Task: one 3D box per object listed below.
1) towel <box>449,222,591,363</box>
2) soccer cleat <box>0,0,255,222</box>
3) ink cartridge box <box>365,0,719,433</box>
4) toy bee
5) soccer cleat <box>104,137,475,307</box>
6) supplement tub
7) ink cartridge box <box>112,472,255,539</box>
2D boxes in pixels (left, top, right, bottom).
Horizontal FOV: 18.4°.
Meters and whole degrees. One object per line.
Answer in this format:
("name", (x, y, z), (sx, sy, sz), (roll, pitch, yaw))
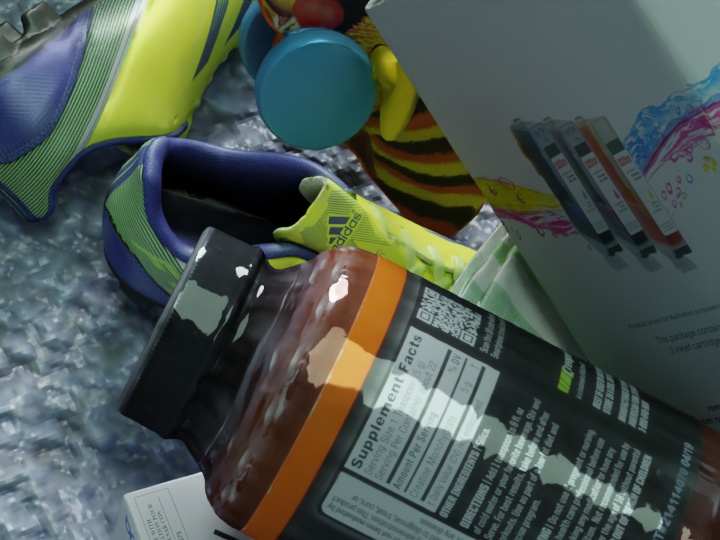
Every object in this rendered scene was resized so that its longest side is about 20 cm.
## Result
("towel", (0.129, -0.001, 0.859), (0.152, 0.023, 0.200), (43, 63, -14))
("soccer cleat", (-0.084, -0.089, 0.911), (0.200, 0.065, 0.084), (-37, 104, -34))
("ink cartridge box", (0.132, -0.063, 0.777), (0.145, 0.144, 0.201), (-38, 100, -28))
("toy bee", (-0.005, -0.100, 0.853), (0.200, 0.109, 0.131), (27, 23, -46))
("soccer cleat", (0.000, 0.001, 0.844), (0.199, 0.084, 0.065), (16, 57, -5))
("supplement tub", (0.020, 0.061, 0.756), (0.199, 0.107, 0.107), (27, 56, -3))
("ink cartridge box", (-0.009, 0.161, 0.777), (0.094, 0.044, 0.201), (-15, 64, -21))
